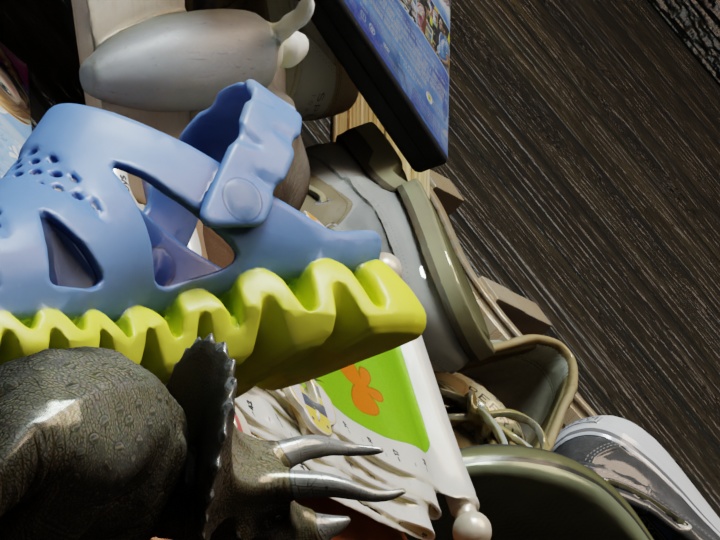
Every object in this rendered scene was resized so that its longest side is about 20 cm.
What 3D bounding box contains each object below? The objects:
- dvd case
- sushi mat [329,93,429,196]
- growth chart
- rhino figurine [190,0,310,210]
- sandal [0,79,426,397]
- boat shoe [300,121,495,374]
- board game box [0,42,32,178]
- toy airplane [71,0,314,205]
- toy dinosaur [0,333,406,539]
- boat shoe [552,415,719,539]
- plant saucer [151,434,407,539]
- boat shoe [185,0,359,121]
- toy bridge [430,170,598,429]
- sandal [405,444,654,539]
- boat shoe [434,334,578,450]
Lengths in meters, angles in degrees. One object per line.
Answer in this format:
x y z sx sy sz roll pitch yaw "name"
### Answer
-0.001 -0.155 1.227 0.143 0.018 0.200 54 27 -38 "dvd case"
0.009 -0.077 1.354 0.096 0.012 0.200 32 54 -55 "sushi mat"
-0.023 0.021 0.977 0.200 0.018 0.145 25 37 -55 "growth chart"
-0.061 -0.053 1.127 0.060 0.087 0.200 43 13 -21 "rhino figurine"
-0.077 -0.005 0.829 0.200 0.079 0.087 -6 77 -41 "sandal"
0.000 0.000 1.171 0.200 0.068 0.075 -125 -168 -72 "boat shoe"
-0.182 -0.077 0.909 0.200 0.043 0.199 42 15 -24 "board game box"
-0.069 -0.152 0.988 0.200 0.141 0.199 59 44 -46 "toy airplane"
-0.081 0.049 0.736 0.077 0.102 0.200 53 13 23 "toy dinosaur"
0.151 0.148 1.291 0.200 0.070 0.066 49 30 -9 "boat shoe"
-0.041 0.071 0.946 0.200 0.037 0.200 44 13 -13 "plant saucer"
-0.039 -0.154 1.254 0.069 0.074 0.200 5 74 -41 "boat shoe"
0.067 0.022 1.458 0.200 0.027 0.067 55 16 28 "toy bridge"
0.085 0.136 1.087 0.201 0.080 0.057 44 27 -19 "sandal"
0.041 0.059 1.186 0.073 0.063 0.200 49 14 1 "boat shoe"
